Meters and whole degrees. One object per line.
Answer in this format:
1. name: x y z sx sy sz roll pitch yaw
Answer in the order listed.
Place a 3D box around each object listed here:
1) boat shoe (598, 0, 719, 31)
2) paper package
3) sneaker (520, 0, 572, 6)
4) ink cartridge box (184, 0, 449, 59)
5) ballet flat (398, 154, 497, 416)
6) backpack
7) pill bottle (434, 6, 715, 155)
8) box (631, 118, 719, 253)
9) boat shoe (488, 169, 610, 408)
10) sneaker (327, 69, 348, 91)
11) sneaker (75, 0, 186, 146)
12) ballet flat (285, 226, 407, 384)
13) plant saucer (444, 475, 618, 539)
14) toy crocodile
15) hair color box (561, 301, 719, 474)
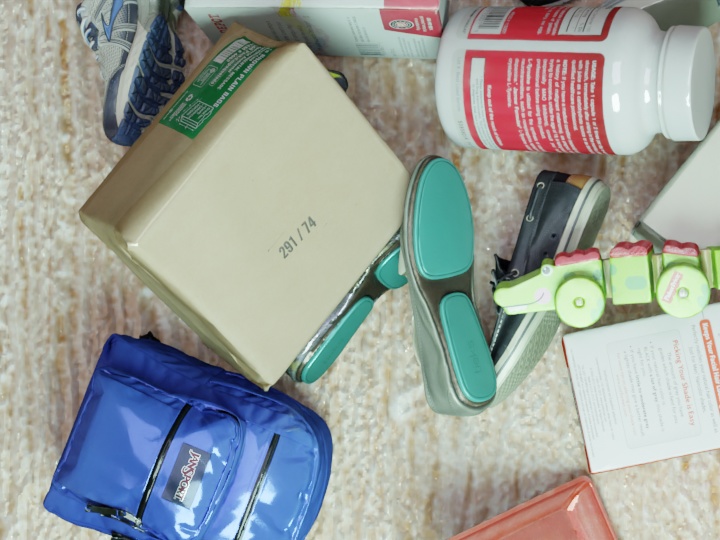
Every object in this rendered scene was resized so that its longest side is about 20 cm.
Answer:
1. boat shoe: 0.269 -0.241 1.259 0.200 0.070 0.072 -25 62 4
2. paper package: -0.081 -0.050 1.179 0.200 0.191 0.103 -50 39 -11
3. sneaker: 0.202 -0.290 1.254 0.199 0.088 0.076 -34 82 2
4. ink cartridge box: -0.029 -0.256 1.245 0.198 0.145 0.146 1 84 6
5. ballet flat: 0.056 0.014 1.200 0.067 0.064 0.202 -7 85 -36
6. backpack: -0.128 0.156 1.203 0.199 0.168 0.164 22 93 3
7. pill bottle: 0.167 -0.147 1.204 0.199 0.112 0.113 5 84 25
8. box: 0.304 -0.086 1.219 0.078 0.095 0.200 39 90 7
9. boat shoe: 0.132 0.012 1.236 0.062 0.075 0.201 24 94 21
10. sneaker: -0.094 -0.101 1.281 0.199 0.074 0.081 -29 92 8
11. sneaker: -0.193 -0.192 1.291 0.085 0.077 0.201 -2 65 20
12. ballet flat: 0.000 0.000 1.256 0.200 0.072 0.072 -45 81 -2
13. plant saucer: 0.137 0.280 1.178 0.199 0.037 0.201 -17 79 -38
14. toy crocodile: 0.196 0.003 1.152 0.198 0.067 0.062 -6 97 14
15. hair color box: 0.265 0.086 1.220 0.198 0.064 0.112 -12 82 6
